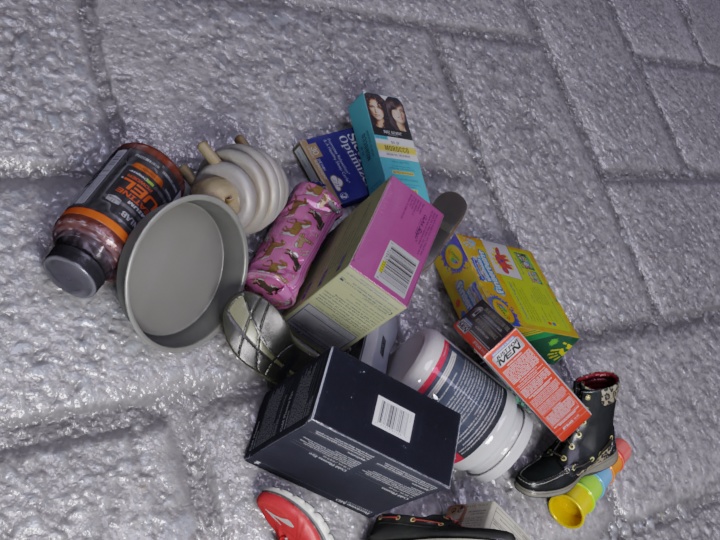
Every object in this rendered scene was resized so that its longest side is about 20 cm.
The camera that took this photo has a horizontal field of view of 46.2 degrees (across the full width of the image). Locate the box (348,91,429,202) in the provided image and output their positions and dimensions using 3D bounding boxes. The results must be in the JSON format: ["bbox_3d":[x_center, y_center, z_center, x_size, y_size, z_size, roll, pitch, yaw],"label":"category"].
[{"bbox_3d":[0.045,-0.187,1.359,0.082,0.049,0.200,2,64,-35],"label":"box"}]

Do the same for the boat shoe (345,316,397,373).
[{"bbox_3d":[0.010,0.100,1.207,0.200,0.056,0.069,-73,146,-53],"label":"boat shoe"}]

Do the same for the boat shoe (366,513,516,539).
[{"bbox_3d":[0.102,0.337,1.066,0.074,0.201,0.063,60,33,-35],"label":"boat shoe"}]

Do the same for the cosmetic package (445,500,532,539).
[{"bbox_3d":[0.143,0.416,1.107,0.103,0.087,0.200,49,47,-18],"label":"cosmetic package"}]

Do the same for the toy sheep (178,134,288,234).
[{"bbox_3d":[-0.165,-0.115,1.164,0.138,0.138,0.200,55,33,3],"label":"toy sheep"}]

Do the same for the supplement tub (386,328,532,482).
[{"bbox_3d":[0.129,0.191,1.191,0.200,0.140,0.140,39,50,-10],"label":"supplement tub"}]

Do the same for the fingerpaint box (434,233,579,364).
[{"bbox_3d":[0.229,0.046,1.349,0.166,0.073,0.200,11,40,-31],"label":"fingerpaint box"}]

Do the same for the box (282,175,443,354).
[{"bbox_3d":[0.000,0.000,1.166,0.097,0.200,0.176,36,50,-14],"label":"box"}]

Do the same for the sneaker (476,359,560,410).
[{"bbox_3d":[0.254,0.185,1.309,0.200,0.075,0.088,8,30,-32],"label":"sneaker"}]

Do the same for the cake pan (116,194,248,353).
[{"bbox_3d":[-0.221,0.002,1.049,0.200,0.037,0.201,-26,123,-47],"label":"cake pan"}]

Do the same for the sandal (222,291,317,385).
[{"bbox_3d":[-0.113,0.110,1.126,0.080,0.057,0.201,-46,115,-11],"label":"sandal"}]

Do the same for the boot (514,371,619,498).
[{"bbox_3d":[0.316,0.246,1.280,0.203,0.073,0.154,-14,115,-31],"label":"boot"}]

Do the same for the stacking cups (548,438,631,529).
[{"bbox_3d":[0.372,0.327,1.342,0.200,0.060,0.061,-32,86,-42],"label":"stacking cups"}]

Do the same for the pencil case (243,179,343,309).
[{"bbox_3d":[-0.095,-0.036,1.195,0.083,0.087,0.200,34,53,-10],"label":"pencil case"}]

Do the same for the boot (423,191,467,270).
[{"bbox_3d":[0.096,-0.036,1.345,0.074,0.076,0.200,40,67,13],"label":"boot"}]

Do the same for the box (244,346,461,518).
[{"bbox_3d":[-0.011,0.209,1.057,0.200,0.182,0.104,30,51,-19],"label":"box"}]

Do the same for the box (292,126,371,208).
[{"bbox_3d":[-0.003,-0.173,1.372,0.200,0.032,0.121,-22,79,-42],"label":"box"}]

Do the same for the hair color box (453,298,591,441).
[{"bbox_3d":[0.228,0.141,1.195,0.064,0.111,0.200,-42,115,1],"label":"hair color box"}]

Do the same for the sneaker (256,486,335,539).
[{"bbox_3d":[-0.069,0.353,1.011,0.085,0.077,0.200,-31,85,-36],"label":"sneaker"}]

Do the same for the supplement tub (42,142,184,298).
[{"bbox_3d":[-0.307,-0.060,1.048,0.107,0.107,0.200,36,51,-14],"label":"supplement tub"}]
